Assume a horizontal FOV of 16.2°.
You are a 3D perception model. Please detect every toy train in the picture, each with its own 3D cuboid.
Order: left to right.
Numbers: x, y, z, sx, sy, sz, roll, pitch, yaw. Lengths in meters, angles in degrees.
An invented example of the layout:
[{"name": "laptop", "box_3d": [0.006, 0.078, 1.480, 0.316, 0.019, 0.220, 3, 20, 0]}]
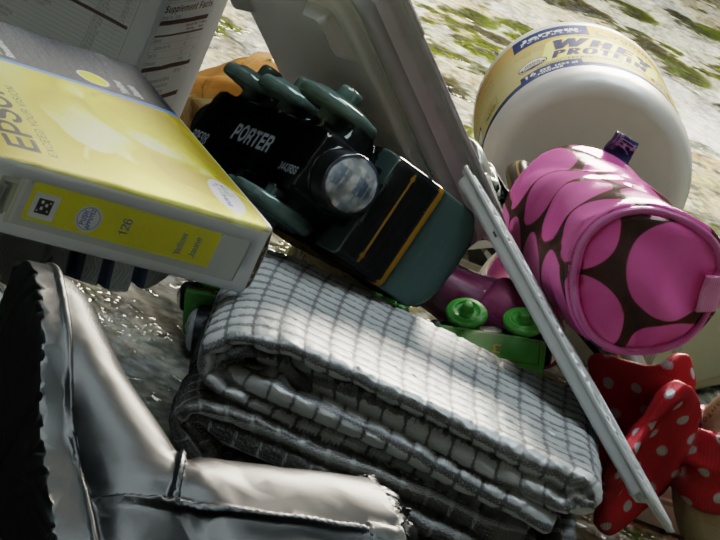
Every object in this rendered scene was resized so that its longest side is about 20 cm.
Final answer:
[{"name": "toy train", "box_3d": [-0.024, -0.043, 1.298, 0.114, 0.085, 0.200, 38, -6, -25]}, {"name": "toy train", "box_3d": [0.001, 0.036, 1.295, 0.199, 0.042, 0.057, 8, 38, 3]}]

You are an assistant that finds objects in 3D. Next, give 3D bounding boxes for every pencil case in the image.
[{"name": "pencil case", "box_3d": [0.133, -0.013, 1.310, 0.093, 0.091, 0.200, 21, 11, -9]}]

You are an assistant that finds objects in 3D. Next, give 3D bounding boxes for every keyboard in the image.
[{"name": "keyboard", "box_3d": [0.099, 0.037, 1.223, 0.201, 0.011, 0.056, 63, 11, 29]}]

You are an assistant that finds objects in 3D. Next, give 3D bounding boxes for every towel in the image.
[{"name": "towel", "box_3d": [0.012, 0.075, 1.188, 0.199, 0.086, 0.166, 25, 13, -3]}]

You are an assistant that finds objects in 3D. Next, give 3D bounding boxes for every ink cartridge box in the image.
[{"name": "ink cartridge box", "box_3d": [-0.164, -0.070, 1.171, 0.199, 0.047, 0.198, 18, 19, -33]}]

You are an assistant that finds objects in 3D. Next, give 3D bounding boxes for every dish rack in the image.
[{"name": "dish rack", "box_3d": [-0.006, -0.099, 1.372, 0.171, 0.043, 0.201, 30, -28, 55]}]

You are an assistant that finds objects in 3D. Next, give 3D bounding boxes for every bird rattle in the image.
[{"name": "bird rattle", "box_3d": [0.212, 0.097, 1.285, 0.199, 0.164, 0.113, -30, 25, -13]}]

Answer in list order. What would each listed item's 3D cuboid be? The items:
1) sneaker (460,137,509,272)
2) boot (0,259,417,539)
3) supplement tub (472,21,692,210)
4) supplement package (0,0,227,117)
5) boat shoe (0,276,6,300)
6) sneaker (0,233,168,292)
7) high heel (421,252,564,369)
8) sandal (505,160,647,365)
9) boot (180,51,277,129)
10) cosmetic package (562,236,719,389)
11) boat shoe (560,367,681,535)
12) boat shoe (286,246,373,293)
[{"name": "sneaker", "box_3d": [0.072, -0.038, 1.601, 0.074, 0.089, 0.199, 34, 18, 33]}, {"name": "boot", "box_3d": [-0.062, 0.087, 1.008, 0.162, 0.074, 0.199, 10, 40, -25]}, {"name": "supplement tub", "box_3d": [0.152, -0.093, 1.776, 0.144, 0.145, 0.200, 22, 17, -7]}, {"name": "supplement package", "box_3d": [-0.148, -0.148, 1.427, 0.113, 0.201, 0.109, 29, 17, 12]}, {"name": "boat shoe", "box_3d": [-0.199, 0.007, 1.126, 0.200, 0.071, 0.069, 45, 24, 28]}, {"name": "sneaker", "box_3d": [-0.192, -0.041, 1.279, 0.199, 0.081, 0.115, 8, 14, -43]}, {"name": "high heel", "box_3d": [0.096, 0.031, 1.428, 0.096, 0.068, 0.200, 32, 0, 19]}, {"name": "sandal", "box_3d": [0.146, 0.017, 1.467, 0.201, 0.054, 0.082, 59, 1, 27]}, {"name": "boot", "box_3d": [-0.039, -0.100, 1.566, 0.200, 0.071, 0.144, 3, 21, 19]}, {"name": "cosmetic package", "box_3d": [0.191, 0.022, 1.609, 0.105, 0.071, 0.200, 33, 19, 28]}, {"name": "boat shoe", "box_3d": [0.129, 0.086, 1.337, 0.199, 0.069, 0.072, 21, 18, -10]}, {"name": "boat shoe", "box_3d": [0.000, 0.000, 1.425, 0.073, 0.063, 0.200, 21, 17, -10]}]
